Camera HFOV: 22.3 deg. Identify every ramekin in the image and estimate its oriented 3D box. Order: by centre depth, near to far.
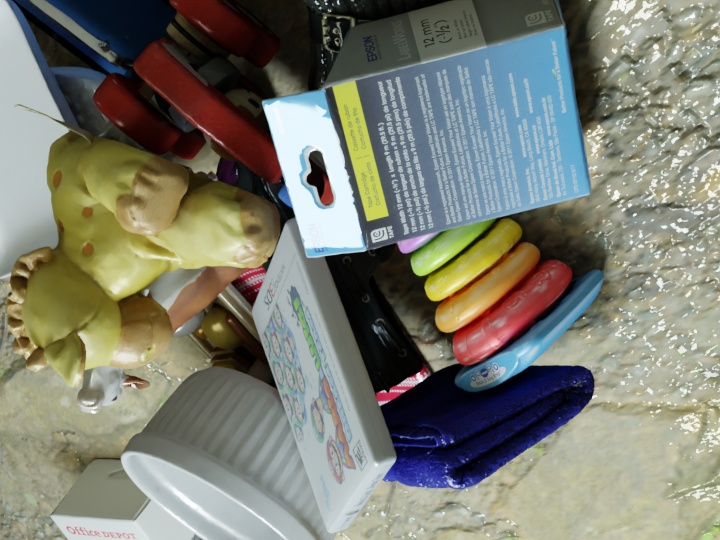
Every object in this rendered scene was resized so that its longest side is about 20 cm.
[{"bbox_3d":[-0.097,0.171,1.569,0.199,0.106,0.201,28,158,13],"label":"ramekin"}]

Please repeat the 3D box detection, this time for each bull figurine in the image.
[{"bbox_3d":[-0.153,0.016,1.374,0.065,0.200,0.122,39,164,17],"label":"bull figurine"}]

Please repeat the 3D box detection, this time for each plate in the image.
[{"bbox_3d":[-0.279,-0.105,1.453,0.199,0.032,0.201,-17,101,48],"label":"plate"}]

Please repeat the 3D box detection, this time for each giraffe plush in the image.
[{"bbox_3d":[-0.169,-0.001,1.245,0.198,0.164,0.173,21,-179,-1],"label":"giraffe plush"}]

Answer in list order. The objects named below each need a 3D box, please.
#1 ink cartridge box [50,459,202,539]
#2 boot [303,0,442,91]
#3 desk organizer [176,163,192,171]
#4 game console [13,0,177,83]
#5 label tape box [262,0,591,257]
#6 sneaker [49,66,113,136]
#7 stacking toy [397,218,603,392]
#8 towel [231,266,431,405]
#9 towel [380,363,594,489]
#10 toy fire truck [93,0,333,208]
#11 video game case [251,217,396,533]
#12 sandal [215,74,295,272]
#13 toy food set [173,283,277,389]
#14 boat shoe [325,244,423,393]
[{"bbox_3d":[-0.214,0.303,1.946,0.144,0.084,0.201,-3,128,43],"label":"ink cartridge box"},{"bbox_3d":[-0.034,-0.193,1.239,0.209,0.080,0.159,21,142,21],"label":"boot"},{"bbox_3d":[-0.199,-0.047,1.498,0.199,0.077,0.072,18,144,53],"label":"desk organizer"},{"bbox_3d":[-0.241,-0.198,1.386,0.199,0.171,0.119,36,118,0],"label":"game console"},{"bbox_3d":[0.044,-0.097,1.208,0.198,0.066,0.144,-13,132,3],"label":"label tape box"},{"bbox_3d":[-0.248,-0.131,1.491,0.199,0.080,0.077,-10,106,49],"label":"sneaker"},{"bbox_3d":[0.071,-0.022,1.342,0.201,0.110,0.116,53,146,-3],"label":"stacking toy"},{"bbox_3d":[-0.019,0.059,1.562,0.144,0.023,0.201,-9,125,44],"label":"towel"},{"bbox_3d":[0.076,0.110,1.394,0.050,0.147,0.200,61,159,-9],"label":"towel"},{"bbox_3d":[-0.082,-0.108,1.280,0.168,0.112,0.200,40,-173,5],"label":"toy fire truck"},{"bbox_3d":[-0.032,0.085,1.417,0.182,0.023,0.202,118,135,-63],"label":"video game case"},{"bbox_3d":[-0.091,-0.063,1.449,0.075,0.048,0.202,27,143,40],"label":"sandal"},{"bbox_3d":[-0.128,0.075,1.614,0.200,0.060,0.143,49,155,-17],"label":"toy food set"},{"bbox_3d":[0.000,0.001,1.437,0.065,0.075,0.201,-17,97,5],"label":"boat shoe"}]
